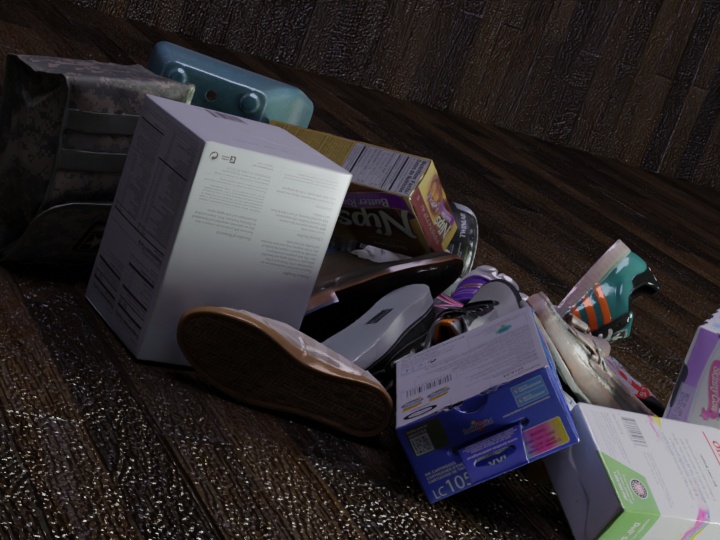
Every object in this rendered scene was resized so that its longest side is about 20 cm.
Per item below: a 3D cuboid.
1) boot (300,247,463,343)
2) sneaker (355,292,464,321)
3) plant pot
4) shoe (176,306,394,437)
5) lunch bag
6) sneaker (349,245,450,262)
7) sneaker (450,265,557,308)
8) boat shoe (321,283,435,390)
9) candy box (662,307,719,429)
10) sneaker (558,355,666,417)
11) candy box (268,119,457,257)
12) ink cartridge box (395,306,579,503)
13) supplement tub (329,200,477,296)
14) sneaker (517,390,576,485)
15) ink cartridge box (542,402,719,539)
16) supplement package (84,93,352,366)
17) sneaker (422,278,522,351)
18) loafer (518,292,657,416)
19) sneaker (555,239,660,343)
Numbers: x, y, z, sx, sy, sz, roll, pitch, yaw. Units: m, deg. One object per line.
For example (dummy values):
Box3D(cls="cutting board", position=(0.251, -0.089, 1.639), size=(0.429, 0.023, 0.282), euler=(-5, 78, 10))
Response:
Box3D(cls="boot", position=(0.000, 0.000, 1.492), size=(0.199, 0.075, 0.097), euler=(-18, 50, -20))
Box3D(cls="sneaker", position=(0.091, 0.060, 1.526), size=(0.199, 0.079, 0.095), euler=(17, -2, -7))
Box3D(cls="plant pot", position=(-0.171, -0.144, 1.630), size=(0.195, 0.197, 0.200), euler=(19, -4, -1))
Box3D(cls="shoe", position=(-0.065, 0.085, 1.270), size=(0.199, 0.070, 0.053), euler=(26, 13, -6))
Box3D(cls="lunch bag", position=(-0.264, -0.096, 1.421), size=(0.117, 0.201, 0.164), euler=(24, 17, 38))
Box3D(cls="sneaker", position=(0.005, -0.015, 1.615), size=(0.199, 0.116, 0.074), euler=(18, 0, -29))
Box3D(cls="sneaker", position=(0.186, 0.079, 1.686), size=(0.199, 0.081, 0.083), euler=(30, 48, 17))
Box3D(cls="boat shoe", position=(0.016, 0.080, 1.384), size=(0.070, 0.064, 0.200), euler=(-5, 20, 39))
Box3D(cls="candy box", position=(0.353, 0.129, 1.469), size=(0.071, 0.169, 0.200), euler=(23, 14, 17))
Box3D(cls="sneaker", position=(0.224, 0.106, 1.537), size=(0.201, 0.067, 0.108), euler=(33, 6, -23))
Box3D(cls="candy box", position=(-0.007, -0.082, 1.537), size=(0.199, 0.057, 0.117), euler=(18, -27, 28))
Box3D(cls="ink cartridge box", position=(0.101, 0.113, 1.231), size=(0.136, 0.077, 0.200), euler=(-24, 12, 7))
Box3D(cls="supplement tub", position=(0.031, -0.043, 1.790), size=(0.199, 0.123, 0.123), euler=(15, 14, -18))
Box3D(cls="sneaker", position=(0.181, 0.143, 1.377), size=(0.088, 0.076, 0.200), euler=(22, 16, -16))
Box3D(cls="ink cartridge box", position=(0.263, 0.188, 1.254), size=(0.199, 0.067, 0.117), euler=(13, 39, -28))
Box3D(cls="supplement package", position=(-0.132, -0.030, 1.335), size=(0.151, 0.201, 0.151), euler=(11, 15, -33))
Box3D(cls="sneaker", position=(0.107, 0.061, 1.409), size=(0.074, 0.080, 0.200), euler=(-13, 25, 30))
Box3D(cls="loafer", position=(0.223, 0.093, 1.430), size=(0.200, 0.063, 0.072), euler=(56, 3, -22))
Box3D(cls="sneaker", position=(0.252, 0.059, 1.622), size=(0.080, 0.200, 0.071), euler=(40, -16, 9))
